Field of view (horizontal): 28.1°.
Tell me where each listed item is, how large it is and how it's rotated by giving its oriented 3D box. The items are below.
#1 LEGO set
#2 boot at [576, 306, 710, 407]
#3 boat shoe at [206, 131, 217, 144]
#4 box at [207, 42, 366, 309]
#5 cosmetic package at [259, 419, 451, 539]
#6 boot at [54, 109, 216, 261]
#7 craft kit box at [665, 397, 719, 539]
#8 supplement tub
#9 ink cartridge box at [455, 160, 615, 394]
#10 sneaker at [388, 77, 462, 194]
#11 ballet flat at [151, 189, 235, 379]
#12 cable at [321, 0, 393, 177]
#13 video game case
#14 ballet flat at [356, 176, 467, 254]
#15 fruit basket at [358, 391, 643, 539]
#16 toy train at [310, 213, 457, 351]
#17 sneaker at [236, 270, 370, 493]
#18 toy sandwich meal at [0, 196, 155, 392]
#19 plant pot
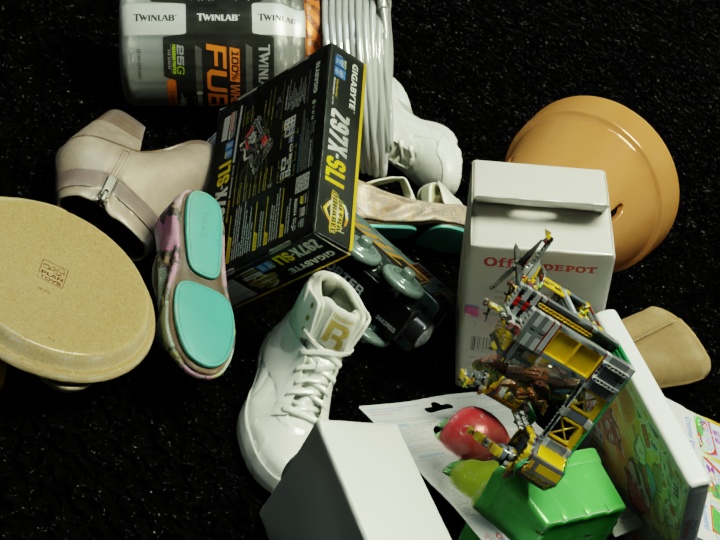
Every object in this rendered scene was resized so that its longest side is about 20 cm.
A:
[{"bbox_3d":[0.125,0.069,1.159,0.116,0.154,0.200,31,25,-15],"label":"LEGO set"},{"bbox_3d":[0.262,0.065,1.516,0.199,0.066,0.176,-13,65,-48],"label":"boot"},{"bbox_3d":[-0.113,-0.129,1.466,0.067,0.074,0.200,22,20,24],"label":"boat shoe"},{"bbox_3d":[-0.070,-0.083,1.270,0.049,0.159,0.201,27,52,-35],"label":"box"},{"bbox_3d":[0.007,0.217,1.034,0.081,0.113,0.201,9,40,-32],"label":"cosmetic package"},{"bbox_3d":[-0.185,-0.063,1.310,0.199,0.070,0.147,26,40,-14],"label":"boot"},{"bbox_3d":[0.359,0.227,1.391,0.197,0.049,0.200,23,32,-9],"label":"craft kit box"},{"bbox_3d":[-0.140,-0.228,1.451,0.199,0.123,0.123,-2,38,-4],"label":"supplement tub"},{"bbox_3d":[0.158,-0.002,1.321,0.128,0.201,0.126,4,41,1],"label":"ink cartridge box"},{"bbox_3d":[0.032,-0.144,1.608,0.099,0.078,0.200,-11,43,-38],"label":"sneaker"},{"bbox_3d":[-0.146,0.022,1.201,0.069,0.071,0.201,25,40,-33],"label":"ballet flat"},{"bbox_3d":[-0.002,-0.197,1.484,0.069,0.200,0.201,-1,75,3],"label":"cable"},{"bbox_3d":[0.241,0.166,1.253,0.023,0.183,0.200,-12,45,-10],"label":"video game case"},{"bbox_3d":[0.059,-0.063,1.495,0.199,0.068,0.068,9,68,-37],"label":"ballet flat"},{"bbox_3d":[0.118,0.175,1.235,0.185,0.094,0.200,-2,30,-43],"label":"fruit basket"},{"bbox_3d":[0.000,0.000,1.365,0.200,0.085,0.114,40,19,18],"label":"toy train"},{"bbox_3d":[-0.043,0.082,1.173,0.073,0.116,0.200,22,34,-18],"label":"sneaker"},{"bbox_3d":[-0.257,0.021,1.124,0.204,0.070,0.206,25,35,-19],"label":"toy sandwich meal"},{"bbox_3d":[0.227,-0.071,1.556,0.200,0.200,0.140,39,42,12],"label":"plant pot"}]
